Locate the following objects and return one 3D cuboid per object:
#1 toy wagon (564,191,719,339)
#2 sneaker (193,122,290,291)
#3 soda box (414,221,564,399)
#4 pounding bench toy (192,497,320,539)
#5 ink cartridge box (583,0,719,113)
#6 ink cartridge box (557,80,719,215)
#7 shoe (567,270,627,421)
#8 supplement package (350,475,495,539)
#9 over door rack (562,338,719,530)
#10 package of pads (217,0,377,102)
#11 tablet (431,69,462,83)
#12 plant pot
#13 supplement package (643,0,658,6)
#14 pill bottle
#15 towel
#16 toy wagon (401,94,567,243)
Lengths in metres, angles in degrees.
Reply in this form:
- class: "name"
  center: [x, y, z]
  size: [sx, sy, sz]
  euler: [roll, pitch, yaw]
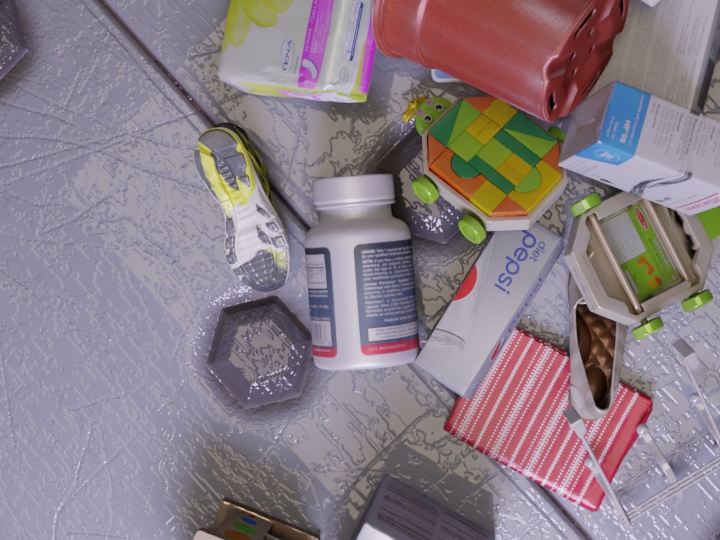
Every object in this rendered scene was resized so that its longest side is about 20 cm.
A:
- class: "toy wagon"
  center: [0.316, -0.027, 1.256]
  size: [0.198, 0.040, 0.157]
  euler: [-25, 85, -18]
- class: "sneaker"
  center: [-0.120, -0.075, 1.314]
  size: [0.073, 0.085, 0.203]
  euler: [-10, 113, 13]
- class: "soda box"
  center: [0.141, 0.036, 1.278]
  size: [0.068, 0.063, 0.202]
  euler: [32, 90, 16]
- class: "pounding bench toy"
  center: [-0.143, 0.384, 1.298]
  size: [0.122, 0.156, 0.203]
  euler: [20, 96, 4]
- class: "ink cartridge box"
  center: [0.273, -0.245, 1.221]
  size: [0.198, 0.050, 0.165]
  euler: [13, 86, 35]
- class: "ink cartridge box"
  center: [0.313, -0.113, 1.182]
  size: [0.197, 0.116, 0.068]
  euler: [19, 81, -8]
- class: "shoe"
  center: [0.259, 0.060, 1.274]
  size: [0.069, 0.053, 0.204]
  euler: [3, 82, 2]
- class: "supplement package"
  center: [0.047, 0.340, 1.252]
  size: [0.149, 0.200, 0.153]
  euler: [28, 96, 4]
- class: "over door rack"
  center: [0.303, 0.168, 1.243]
  size: [0.146, 0.067, 0.201]
  euler: [-31, 127, 1]
- class: "package of pads"
  center: [-0.063, -0.260, 1.252]
  size: [0.198, 0.068, 0.157]
  euler: [16, 96, 45]
- class: "tablet"
  center: [0.140, -0.310, 1.299]
  size: [0.128, 0.014, 0.204]
  euler: [-1, 92, 7]
- class: "plant pot"
  center: [0.146, -0.258, 1.167]
  size: [0.194, 0.200, 0.202]
  euler: [35, 97, 23]
- class: "supplement package"
  center: [0.254, -0.399, 1.157]
  size: [0.151, 0.152, 0.200]
  euler: [-43, 53, -3]
- class: "pill bottle"
  center: [0.000, 0.000, 1.279]
  size: [0.117, 0.120, 0.204]
  euler: [-4, 93, 6]
- class: "towel"
  center: [0.210, 0.162, 1.314]
  size: [0.198, 0.022, 0.146]
  euler: [28, 96, 5]
- class: "toy wagon"
  center: [0.124, -0.128, 1.267]
  size: [0.199, 0.040, 0.155]
  euler: [40, 73, 19]
